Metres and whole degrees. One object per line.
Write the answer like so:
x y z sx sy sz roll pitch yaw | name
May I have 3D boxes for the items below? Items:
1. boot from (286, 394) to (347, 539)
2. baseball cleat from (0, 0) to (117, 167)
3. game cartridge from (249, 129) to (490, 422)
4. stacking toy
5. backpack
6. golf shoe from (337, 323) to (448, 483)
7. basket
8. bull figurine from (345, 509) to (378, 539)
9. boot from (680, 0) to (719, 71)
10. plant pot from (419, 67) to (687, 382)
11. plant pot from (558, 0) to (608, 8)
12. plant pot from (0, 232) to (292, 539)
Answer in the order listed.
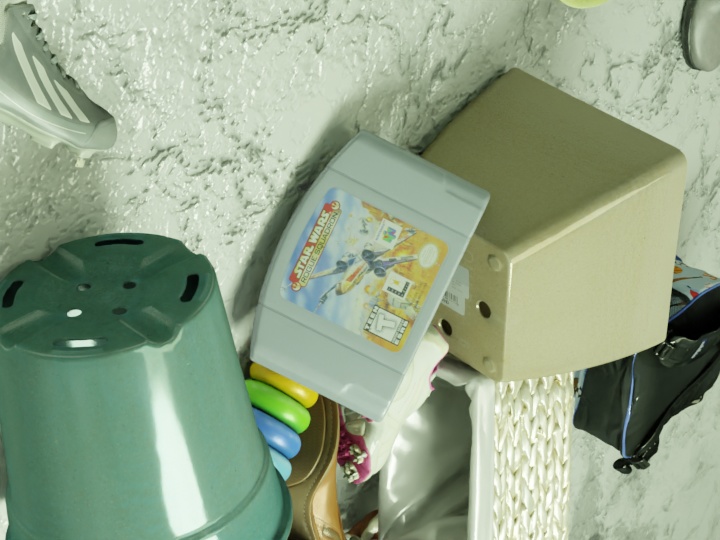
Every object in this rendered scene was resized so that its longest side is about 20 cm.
-0.038 0.192 1.523 0.155 0.077 0.200 41 46 -72 | boot
-0.197 -0.129 1.055 0.200 0.070 0.107 18 98 -60 | baseball cleat
0.000 0.000 1.393 0.200 0.133 0.042 -65 -171 -5 | game cartridge
-0.068 0.103 1.425 0.200 0.085 0.085 -62 150 -11 | stacking toy
0.301 0.077 1.879 0.190 0.154 0.200 -26 140 -34 | backpack
0.023 0.114 1.520 0.091 0.075 0.200 -22 154 -24 | golf shoe
0.102 0.164 1.586 0.123 0.136 0.200 -8 106 -36 | basket
0.012 0.272 1.680 0.121 0.065 0.200 -6 112 -47 | bull figurine
0.398 -0.274 1.771 0.070 0.132 0.200 -21 130 -49 | boot
0.133 -0.021 1.521 0.177 0.200 0.200 -30 136 -33 | plant pot
0.109 -0.307 1.264 0.200 0.184 0.201 -36 140 -38 | plant pot
-0.155 0.093 1.190 0.200 0.200 0.196 -35 131 -38 | plant pot
